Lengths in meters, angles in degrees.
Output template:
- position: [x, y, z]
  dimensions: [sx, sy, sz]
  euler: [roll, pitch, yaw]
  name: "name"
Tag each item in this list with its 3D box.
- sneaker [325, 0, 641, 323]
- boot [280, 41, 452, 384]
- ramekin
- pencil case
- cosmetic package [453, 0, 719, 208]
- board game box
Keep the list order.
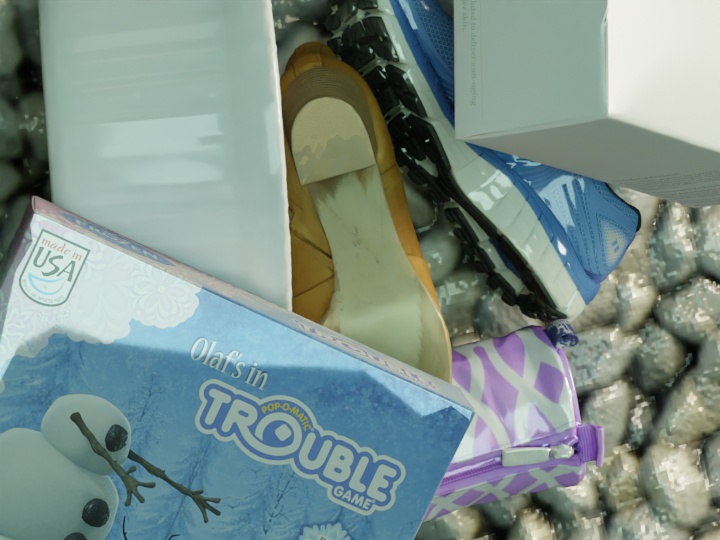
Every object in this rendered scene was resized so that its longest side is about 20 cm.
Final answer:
- position: [0.061, -0.075, 1.368]
  dimensions: [0.089, 0.078, 0.200]
  euler: [-42, 107, -19]
  name: "sneaker"
- position: [-0.001, 0.000, 1.314]
  dimensions: [0.070, 0.144, 0.202]
  euler: [-9, 101, 1]
  name: "boot"
- position: [-0.087, -0.054, 1.268]
  dimensions: [0.097, 0.200, 0.201]
  euler: [-4, 93, -6]
  name: "ramekin"
- position: [0.012, 0.090, 1.350]
  dimensions: [0.199, 0.086, 0.084]
  euler: [-17, 128, -9]
  name: "pencil case"
- position: [0.131, -0.097, 1.308]
  dimensions: [0.200, 0.085, 0.108]
  euler: [14, 73, -50]
  name: "cosmetic package"
- position: [-0.085, 0.101, 1.186]
  dimensions: [0.199, 0.043, 0.200]
  euler: [24, 96, -11]
  name: "board game box"
